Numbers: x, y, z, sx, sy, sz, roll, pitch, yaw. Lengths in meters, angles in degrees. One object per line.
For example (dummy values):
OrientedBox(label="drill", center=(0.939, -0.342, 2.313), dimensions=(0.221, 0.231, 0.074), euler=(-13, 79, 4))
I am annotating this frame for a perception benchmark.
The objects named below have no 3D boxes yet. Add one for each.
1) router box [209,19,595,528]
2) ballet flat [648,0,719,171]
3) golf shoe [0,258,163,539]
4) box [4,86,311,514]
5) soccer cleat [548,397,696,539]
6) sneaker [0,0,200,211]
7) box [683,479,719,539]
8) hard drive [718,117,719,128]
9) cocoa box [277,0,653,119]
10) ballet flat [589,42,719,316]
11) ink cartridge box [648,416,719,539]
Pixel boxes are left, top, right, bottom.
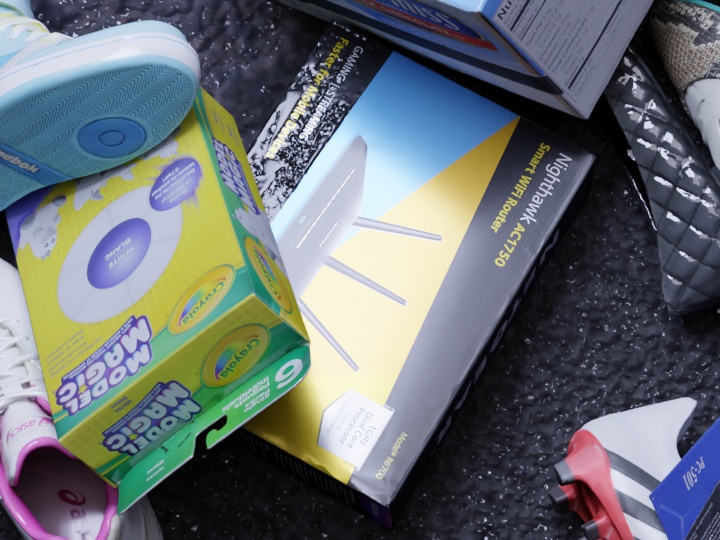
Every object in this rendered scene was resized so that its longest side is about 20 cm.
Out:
OrientedBox(label="router box", center=(0.000, 0.000, 1.359), dimensions=(0.149, 0.051, 0.200), euler=(28, 74, 11))
OrientedBox(label="ballet flat", center=(0.217, -0.061, 1.365), dimensions=(0.200, 0.068, 0.075), euler=(28, 63, 7))
OrientedBox(label="golf shoe", center=(-0.152, 0.064, 1.325), dimensions=(0.075, 0.092, 0.200), euler=(-30, 72, -6))
OrientedBox(label="box", center=(-0.094, 0.010, 1.296), dimensions=(0.117, 0.048, 0.200), euler=(-37, 41, 13))
OrientedBox(label="soccer cleat", center=(0.161, 0.150, 1.301), dimensions=(0.085, 0.069, 0.200), euler=(-24, 70, -10))
OrientedBox(label="sneaker", center=(-0.159, -0.105, 1.349), dimensions=(0.200, 0.080, 0.131), euler=(-21, 54, 30))
OrientedBox(label="box", center=(0.211, 0.145, 1.223), dimensions=(0.143, 0.200, 0.036), euler=(-61, 38, 11))
OrientedBox(label="hard drive", center=(0.268, -0.035, 1.241), dimensions=(0.200, 0.042, 0.135), euler=(-16, 74, 12))
OrientedBox(label="cocoa box", center=(0.034, -0.179, 1.335), dimensions=(0.200, 0.131, 0.133), euler=(25, 84, 33))
OrientedBox(label="ballet flat", center=(0.121, -0.069, 1.374), dimensions=(0.057, 0.066, 0.200), euler=(-33, 73, -3))
OrientedBox(label="ink cartridge box", center=(0.237, 0.076, 1.275), dimensions=(0.200, 0.094, 0.044), euler=(-14, 68, -24))
